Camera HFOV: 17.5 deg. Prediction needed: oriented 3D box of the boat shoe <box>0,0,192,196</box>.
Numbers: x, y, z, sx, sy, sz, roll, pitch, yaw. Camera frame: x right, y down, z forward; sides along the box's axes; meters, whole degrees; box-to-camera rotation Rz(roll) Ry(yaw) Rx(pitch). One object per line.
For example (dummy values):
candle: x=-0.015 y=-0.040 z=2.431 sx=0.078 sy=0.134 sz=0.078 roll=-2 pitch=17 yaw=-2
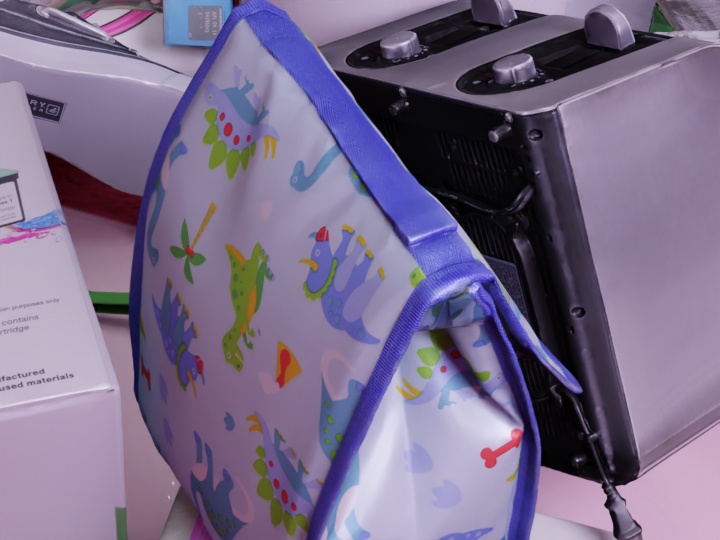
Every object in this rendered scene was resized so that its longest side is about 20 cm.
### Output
boat shoe: x=-0.142 y=-0.093 z=1.128 sx=0.199 sy=0.072 sz=0.068 roll=14 pitch=42 yaw=-17

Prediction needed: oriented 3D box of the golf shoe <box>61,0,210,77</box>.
golf shoe: x=-0.161 y=-0.087 z=1.194 sx=0.198 sy=0.073 sz=0.093 roll=-3 pitch=48 yaw=4

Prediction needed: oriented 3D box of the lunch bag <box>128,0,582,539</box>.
lunch bag: x=-0.008 y=0.022 z=0.883 sx=0.127 sy=0.201 sz=0.170 roll=-19 pitch=48 yaw=-21

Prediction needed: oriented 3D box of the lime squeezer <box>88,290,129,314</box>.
lime squeezer: x=-0.064 y=0.040 z=1.084 sx=0.070 sy=0.038 sz=0.200 roll=-32 pitch=54 yaw=-33

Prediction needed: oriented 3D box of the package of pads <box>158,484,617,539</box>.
package of pads: x=0.005 y=0.156 z=0.941 sx=0.198 sy=0.069 sz=0.155 roll=13 pitch=44 yaw=8

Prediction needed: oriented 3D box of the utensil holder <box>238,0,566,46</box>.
utensil holder: x=0.019 y=-0.126 z=1.153 sx=0.168 sy=0.201 sz=0.171 roll=3 pitch=41 yaw=-3

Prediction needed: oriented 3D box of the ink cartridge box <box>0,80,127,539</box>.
ink cartridge box: x=-0.160 y=0.039 z=0.994 sx=0.083 sy=0.146 sz=0.201 roll=-10 pitch=44 yaw=-14

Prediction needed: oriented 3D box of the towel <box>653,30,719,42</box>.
towel: x=0.158 y=-0.040 z=1.063 sx=0.031 sy=0.150 sz=0.199 roll=15 pitch=-4 yaw=-35

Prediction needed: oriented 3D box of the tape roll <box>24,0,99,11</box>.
tape roll: x=-0.205 y=-0.196 z=1.208 sx=0.199 sy=0.201 sz=0.048 roll=6 pitch=41 yaw=1

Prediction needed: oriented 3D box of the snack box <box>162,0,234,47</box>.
snack box: x=-0.080 y=-0.208 z=1.194 sx=0.037 sy=0.117 sz=0.200 roll=1 pitch=31 yaw=-2

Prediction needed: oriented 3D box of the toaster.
toaster: x=0.080 y=-0.012 z=0.988 sx=0.118 sy=0.201 sz=0.180 roll=-26 pitch=24 yaw=-25

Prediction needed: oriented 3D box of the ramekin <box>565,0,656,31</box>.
ramekin: x=0.120 y=-0.189 z=1.242 sx=0.199 sy=0.201 sz=0.105 roll=25 pitch=36 yaw=21

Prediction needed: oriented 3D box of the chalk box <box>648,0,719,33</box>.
chalk box: x=0.226 y=-0.034 z=1.131 sx=0.123 sy=0.124 sz=0.201 roll=-10 pitch=45 yaw=-17
